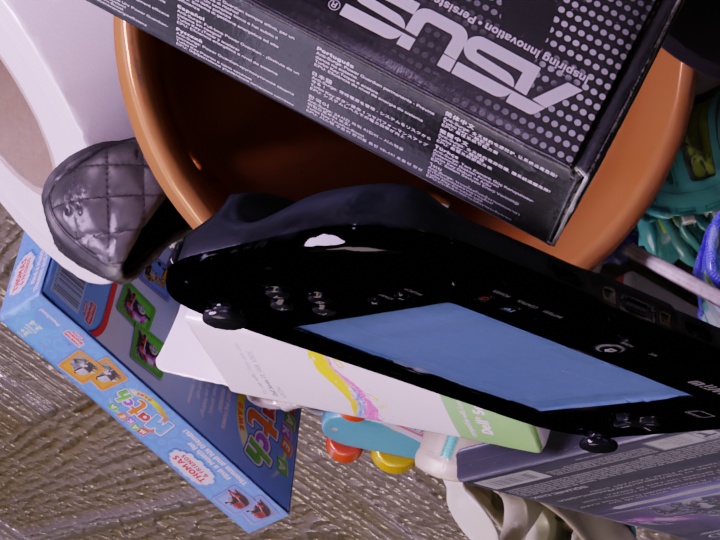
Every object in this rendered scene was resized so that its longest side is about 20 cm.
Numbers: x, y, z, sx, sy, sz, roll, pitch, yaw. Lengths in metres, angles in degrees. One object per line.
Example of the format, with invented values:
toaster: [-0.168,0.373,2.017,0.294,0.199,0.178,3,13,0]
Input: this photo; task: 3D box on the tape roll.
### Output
tape roll: [-0.141,-0.096,0.832,0.202,0.071,0.203,44,156,25]

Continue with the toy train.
toy train: [0.043,0.052,0.991,0.198,0.056,0.150,-10,143,34]

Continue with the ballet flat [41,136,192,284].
ballet flat: [-0.039,-0.044,0.763,0.057,0.199,0.067,48,147,27]

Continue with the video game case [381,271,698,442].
video game case: [0.121,0.069,0.917,0.142,0.018,0.200,27,146,-23]

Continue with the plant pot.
plant pot: [0.001,-0.083,0.658,0.199,0.201,0.140,37,171,-15]

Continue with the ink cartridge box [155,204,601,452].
ink cartridge box: [0.000,0.000,0.834,0.198,0.118,0.068,9,151,24]

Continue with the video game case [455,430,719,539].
video game case: [0.162,0.096,0.864,0.142,0.019,0.199,-19,154,40]

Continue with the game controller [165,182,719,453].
game controller: [0.041,0.019,0.543,0.199,0.043,0.104,20,168,-40]

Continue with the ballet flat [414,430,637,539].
ballet flat: [0.085,0.125,0.940,0.069,0.070,0.200,9,154,38]

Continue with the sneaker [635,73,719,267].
sneaker: [0.140,-0.035,0.701,0.077,0.080,0.199,41,152,-25]

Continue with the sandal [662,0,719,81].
sandal: [0.092,-0.131,0.583,0.200,0.075,0.045,39,155,-12]

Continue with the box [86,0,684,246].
box: [0.011,-0.134,0.520,0.199,0.194,0.048,29,152,6]

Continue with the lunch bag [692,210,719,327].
lunch bag: [0.218,0.035,0.661,0.198,0.129,0.170,14,166,14]

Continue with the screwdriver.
screwdriver: [0.096,-0.006,0.625,0.029,0.028,0.200,46,178,-17]

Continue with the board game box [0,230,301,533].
board game box: [-0.106,0.029,1.026,0.036,0.152,0.200,-29,123,27]

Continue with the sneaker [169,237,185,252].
sneaker: [-0.033,0.003,0.927,0.199,0.077,0.089,-2,133,45]
